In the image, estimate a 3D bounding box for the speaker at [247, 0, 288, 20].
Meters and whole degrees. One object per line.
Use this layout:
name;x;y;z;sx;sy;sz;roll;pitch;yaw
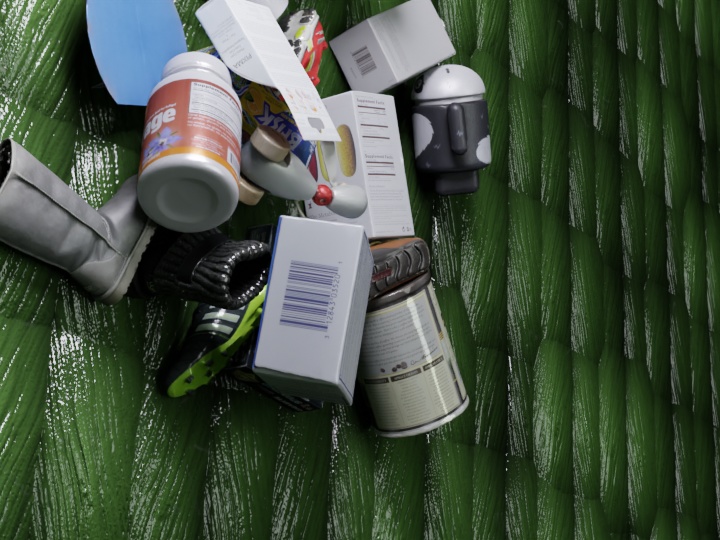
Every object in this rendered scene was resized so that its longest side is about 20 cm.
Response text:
speaker;-0.176;-0.404;1.586;0.200;0.080;0.082;52;44;-35

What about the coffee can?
coffee can;0.056;0.112;1.738;0.146;0.145;0.202;-35;111;-53

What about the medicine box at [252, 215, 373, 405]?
medicine box;-0.051;0.052;1.467;0.200;0.102;0.185;74;25;-77

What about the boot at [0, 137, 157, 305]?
boot;-0.313;-0.077;1.332;0.200;0.072;0.184;39;50;-36

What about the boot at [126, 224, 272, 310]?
boot;-0.166;-0.036;1.436;0.212;0.156;0.080;-64;143;-38

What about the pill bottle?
pill bottle;-0.190;-0.150;1.396;0.112;0.111;0.202;45;30;-40

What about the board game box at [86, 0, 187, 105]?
board game box;-0.273;-0.268;1.450;0.200;0.039;0.160;-13;95;-66

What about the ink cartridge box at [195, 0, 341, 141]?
ink cartridge box;-0.108;-0.235;1.515;0.202;0.047;0.160;61;16;3

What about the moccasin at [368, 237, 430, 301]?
moccasin;0.000;-0.002;1.661;0.200;0.077;0.074;-27;108;-34

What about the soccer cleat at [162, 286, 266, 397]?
soccer cleat;-0.178;0.071;1.489;0.200;0.081;0.068;-46;161;-30

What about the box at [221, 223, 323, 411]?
box;-0.098;0.063;1.615;0.159;0.046;0.202;35;55;-46

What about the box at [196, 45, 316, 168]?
box;-0.142;-0.198;1.594;0.200;0.069;0.065;49;46;-37

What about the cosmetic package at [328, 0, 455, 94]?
cosmetic package;0.052;-0.340;1.885;0.200;0.084;0.109;-34;99;-54

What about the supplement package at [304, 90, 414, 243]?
supplement package;-0.011;-0.138;1.731;0.109;0.113;0.203;-5;85;-56

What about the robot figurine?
robot figurine;0.140;-0.222;1.953;0.124;0.149;0.203;-14;103;-43

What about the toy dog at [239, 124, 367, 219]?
toy dog;-0.088;-0.124;1.563;0.200;0.131;0.097;44;15;-45

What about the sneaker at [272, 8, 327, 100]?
sneaker;-0.087;-0.276;1.690;0.085;0.076;0.201;61;37;-35
